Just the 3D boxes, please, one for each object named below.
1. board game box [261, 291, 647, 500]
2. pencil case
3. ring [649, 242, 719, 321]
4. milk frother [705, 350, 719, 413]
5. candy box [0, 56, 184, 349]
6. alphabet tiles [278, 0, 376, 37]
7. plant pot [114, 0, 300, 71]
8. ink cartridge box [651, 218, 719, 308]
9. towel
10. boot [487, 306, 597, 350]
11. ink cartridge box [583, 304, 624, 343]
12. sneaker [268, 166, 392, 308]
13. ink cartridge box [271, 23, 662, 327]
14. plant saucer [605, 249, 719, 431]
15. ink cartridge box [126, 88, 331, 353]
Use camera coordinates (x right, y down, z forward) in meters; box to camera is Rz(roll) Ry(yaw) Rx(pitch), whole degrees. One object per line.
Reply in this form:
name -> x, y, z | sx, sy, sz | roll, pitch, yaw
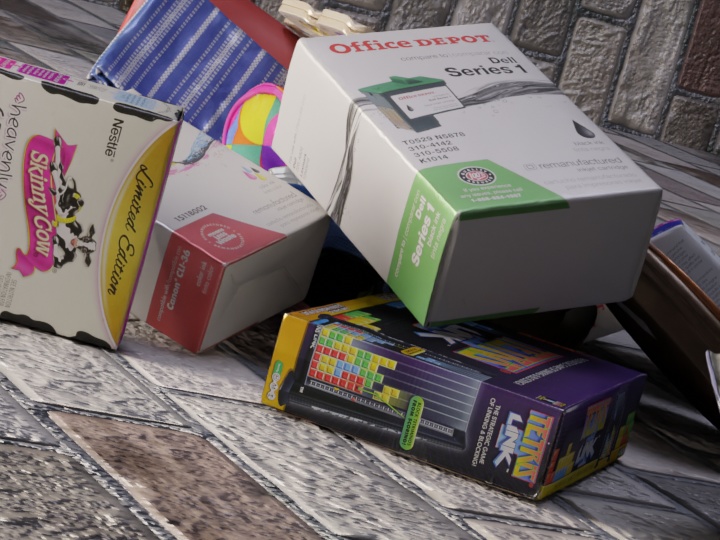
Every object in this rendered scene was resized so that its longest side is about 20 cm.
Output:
board game box -> 0.057, 0.066, 1.543 | 0.165, 0.057, 0.200 | 17, 9, 16
pencil case -> 0.006, -0.067, 1.802 | 0.200, 0.088, 0.088 | 11, 10, -37
ring -> 0.225, 0.043, 1.828 | 0.200, 0.019, 0.200 | 47, -3, 4
milk frother -> 0.298, 0.121, 1.421 | 0.188, 0.181, 0.200 | -17, 38, 9
candy box -> -0.210, -0.050, 1.520 | 0.200, 0.136, 0.061 | 15, 11, -4
alphabet tiles -> 0.034, -0.127, 1.896 | 0.200, 0.015, 0.196 | 35, -7, -37
plant pot -> -0.105, -0.107, 1.959 | 0.177, 0.201, 0.200 | 25, 7, -7
ink cartridge box -> 0.244, 0.009, 1.935 | 0.200, 0.043, 0.196 | 49, 6, 2
towel -> -0.077, -0.103, 1.836 | 0.200, 0.024, 0.145 | 41, 39, -8
boot -> 0.121, 0.020, 1.760 | 0.200, 0.097, 0.075 | -9, 70, -56
ink cartridge box -> 0.142, -0.011, 1.946 | 0.068, 0.115, 0.200 | -20, 5, 6
sneaker -> 0.000, 0.000, 1.742 | 0.200, 0.079, 0.089 | 10, 49, -42
ink cartridge box -> 0.058, -0.061, 1.613 | 0.146, 0.084, 0.200 | -8, 38, -30
plant saucer -> 0.203, 0.045, 1.733 | 0.200, 0.029, 0.200 | 49, -2, 3
ink cartridge box -> -0.132, -0.041, 1.632 | 0.200, 0.068, 0.116 | 31, 31, 22
